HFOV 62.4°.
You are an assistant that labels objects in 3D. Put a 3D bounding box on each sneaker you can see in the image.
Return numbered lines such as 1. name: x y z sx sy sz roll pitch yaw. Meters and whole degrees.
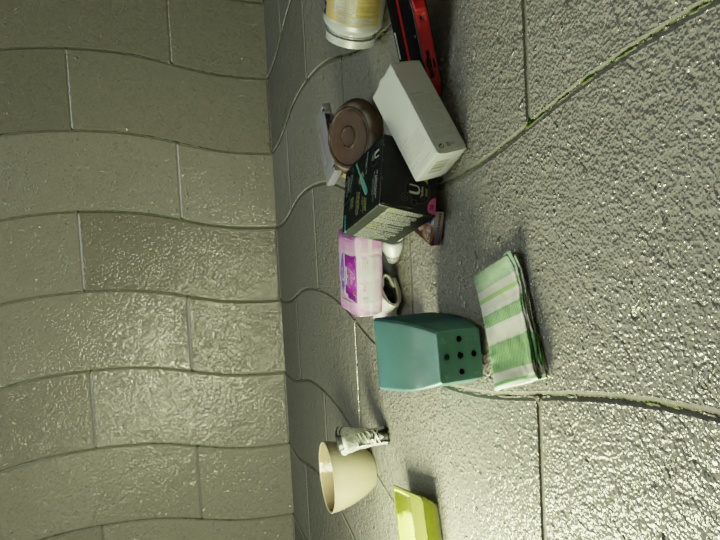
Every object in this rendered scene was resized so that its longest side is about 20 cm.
1. sneaker: 0.049 0.028 1.490 0.116 0.073 0.201 112 141 -51
2. sneaker: 0.010 0.438 1.580 0.200 0.115 0.076 32 -138 -69
3. sneaker: 0.050 -0.102 1.452 0.201 0.076 0.081 -111 14 -49

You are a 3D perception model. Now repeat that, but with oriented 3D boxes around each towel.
1. towel: 0.232 0.084 0.951 0.153 0.023 0.202 127 136 -67

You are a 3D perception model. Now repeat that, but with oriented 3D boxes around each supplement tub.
1. supplement tub: -0.011 -0.642 1.393 0.146 0.144 0.201 -111 24 -45

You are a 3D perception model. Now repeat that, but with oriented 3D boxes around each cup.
1. cup: -0.033 0.599 1.757 0.200 0.142 0.202 177 90 -73

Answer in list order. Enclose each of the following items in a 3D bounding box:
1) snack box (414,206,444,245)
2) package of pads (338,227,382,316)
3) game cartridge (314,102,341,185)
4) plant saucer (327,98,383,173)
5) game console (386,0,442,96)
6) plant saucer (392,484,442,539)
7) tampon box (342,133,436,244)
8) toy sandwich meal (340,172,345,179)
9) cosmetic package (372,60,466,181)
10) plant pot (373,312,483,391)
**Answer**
1. snack box: 0.125 -0.119 1.262 0.200 0.024 0.072 -127 39 -62
2. package of pads: 0.000 0.000 1.410 0.120 0.075 0.202 -156 62 -65
3. game cartridge: -0.091 -0.357 1.701 0.130 0.038 0.202 133 127 -76
4. plant saucer: -0.023 -0.345 1.547 0.199 0.032 0.202 10 103 46
5. game console: 0.105 -0.442 1.169 0.177 0.031 0.201 -119 12 -64
6. plant saucer: 0.137 0.599 1.347 0.200 0.048 0.201 144 120 -70
7. tampon box: 0.058 -0.160 1.225 0.200 0.125 0.151 150 127 -64
8. toy sandwich meal: -0.029 -0.357 1.669 0.205 0.070 0.207 171 90 -75
9. cosmetic package: 0.107 -0.280 1.112 0.201 0.074 0.102 67 152 13
10. plant pot: 0.134 0.152 1.114 0.200 0.140 0.143 167 98 -66
